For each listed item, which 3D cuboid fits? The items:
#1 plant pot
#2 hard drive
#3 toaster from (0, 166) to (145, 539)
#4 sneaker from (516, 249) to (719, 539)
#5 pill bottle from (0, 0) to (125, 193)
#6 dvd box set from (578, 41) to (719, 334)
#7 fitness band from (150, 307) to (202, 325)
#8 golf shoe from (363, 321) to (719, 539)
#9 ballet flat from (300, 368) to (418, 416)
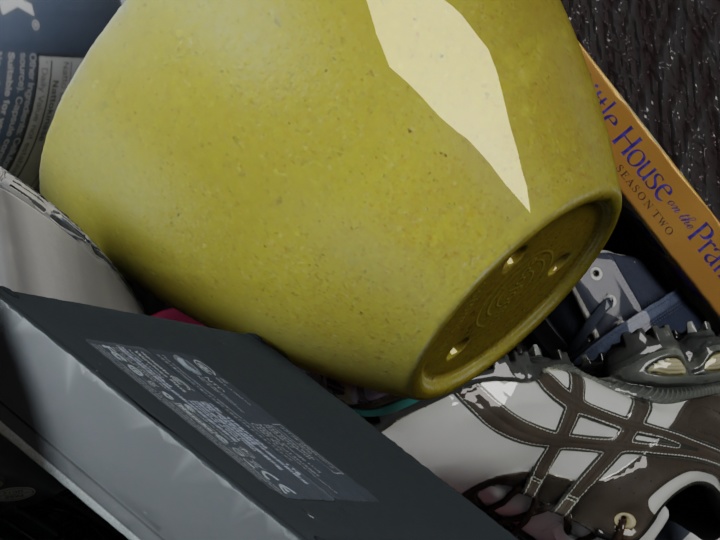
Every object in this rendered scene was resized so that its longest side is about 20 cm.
[{"bbox_3d":[0.007,-0.038,1.051,0.142,0.200,0.200,47,35,17],"label":"plant pot"},{"bbox_3d":[-0.031,0.061,0.916,0.139,0.033,0.200,37,8,21],"label":"hard drive"},{"bbox_3d":[-0.127,0.052,0.998,0.200,0.113,0.130,44,30,-56],"label":"toaster"},{"bbox_3d":[0.099,0.078,1.284,0.146,0.077,0.202,51,45,5],"label":"sneaker"},{"bbox_3d":[-0.146,-0.076,1.078,0.199,0.119,0.120,-2,66,-49],"label":"pill bottle"},{"bbox_3d":[0.117,-0.053,1.366,0.200,0.029,0.146,51,2,-8],"label":"dvd box set"},{"bbox_3d":[-0.032,0.103,1.149,0.200,0.037,0.144,49,38,-14],"label":"fitness band"},{"bbox_3d":[0.074,0.079,1.176,0.199,0.078,0.095,-8,77,-29],"label":"golf shoe"},{"bbox_3d":[0.000,0.000,1.183,0.072,0.072,0.200,49,10,-11],"label":"ballet flat"}]
